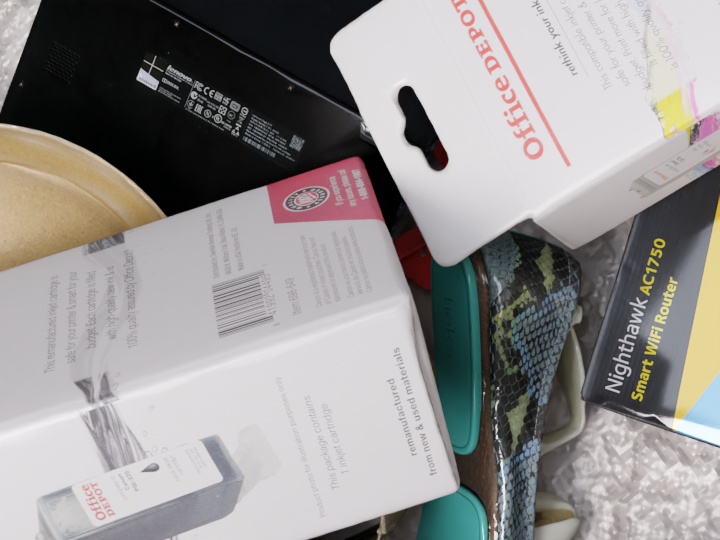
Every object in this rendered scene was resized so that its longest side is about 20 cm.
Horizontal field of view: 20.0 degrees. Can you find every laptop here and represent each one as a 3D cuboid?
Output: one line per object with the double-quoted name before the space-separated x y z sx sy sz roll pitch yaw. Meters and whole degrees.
"laptop" -0.041 -0.080 0.910 0.186 0.116 0.201 30 110 15

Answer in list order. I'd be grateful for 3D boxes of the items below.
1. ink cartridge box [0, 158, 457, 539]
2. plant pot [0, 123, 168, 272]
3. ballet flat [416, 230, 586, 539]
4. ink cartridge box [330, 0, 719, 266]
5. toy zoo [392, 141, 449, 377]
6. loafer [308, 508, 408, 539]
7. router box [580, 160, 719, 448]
"ink cartridge box" -0.076 0.046 0.768 0.198 0.146 0.085 -16 114 0
"plant pot" -0.159 0.037 0.862 0.198 0.027 0.202 0 98 -2
"ballet flat" 0.062 0.083 0.846 0.074 0.074 0.202 10 105 23
"ink cartridge box" 0.100 -0.091 0.805 0.199 0.067 0.117 -31 71 14
"toy zoo" 0.000 0.000 0.914 0.131 0.020 0.201 -30 72 15
"loafer" -0.068 0.113 0.828 0.199 0.067 0.076 -30 99 5
"router box" 0.190 -0.019 0.822 0.148 0.051 0.202 17 89 24
